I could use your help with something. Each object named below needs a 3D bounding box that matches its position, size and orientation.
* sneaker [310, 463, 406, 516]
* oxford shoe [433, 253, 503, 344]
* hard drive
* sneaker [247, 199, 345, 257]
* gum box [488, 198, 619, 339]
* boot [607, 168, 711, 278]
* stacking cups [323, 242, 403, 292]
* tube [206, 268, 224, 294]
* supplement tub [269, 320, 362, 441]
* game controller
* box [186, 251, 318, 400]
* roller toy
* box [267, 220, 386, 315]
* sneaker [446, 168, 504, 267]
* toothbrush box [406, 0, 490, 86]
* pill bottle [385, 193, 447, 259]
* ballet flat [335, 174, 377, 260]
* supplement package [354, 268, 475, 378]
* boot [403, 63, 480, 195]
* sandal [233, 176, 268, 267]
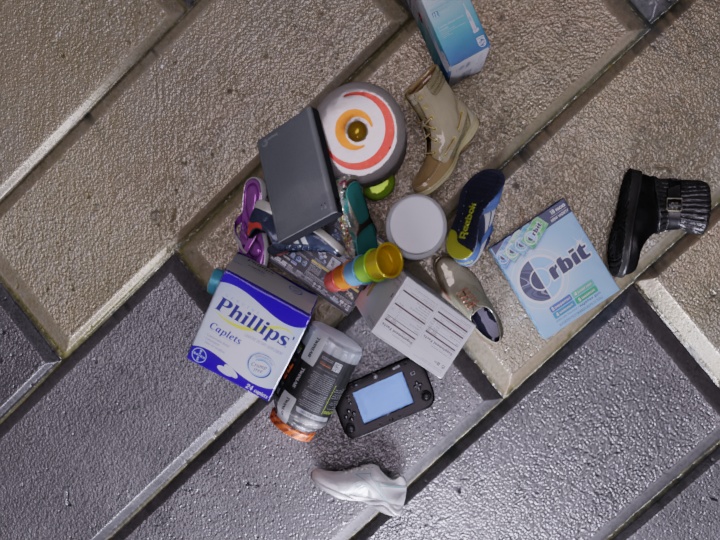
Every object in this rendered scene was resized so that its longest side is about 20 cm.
[{"bbox_3d":[-0.002,0.414,1.242,0.194,0.070,0.083,17,83,-2],"label":"sneaker"},{"bbox_3d":[0.212,0.052,1.208,0.070,0.074,0.201,-39,88,4],"label":"oxford shoe"},{"bbox_3d":[-0.111,-0.168,1.129,0.137,0.033,0.206,-24,72,30],"label":"hard drive"},{"bbox_3d":[-0.125,-0.054,1.187,0.196,0.075,0.086,25,85,13],"label":"sneaker"},{"bbox_3d":[0.367,-0.003,1.208,0.168,0.045,0.203,-33,89,4],"label":"gum box"},{"bbox_3d":[0.553,-0.078,1.164,0.153,0.079,0.218,14,84,4],"label":"boot"},{"bbox_3d":[0.000,0.000,1.130,0.059,0.198,0.063,6,77,-29],"label":"stacking cups"},{"bbox_3d":[-0.207,0.056,1.259,0.195,0.051,0.079,22,126,2],"label":"tube"},{"bbox_3d":[-0.089,0.212,1.213,0.120,0.122,0.204,28,92,4],"label":"supplement tub"},{"bbox_3d":[0.045,0.249,1.242,0.195,0.042,0.107,-24,89,4],"label":"game controller"},{"bbox_3d":[-0.203,0.105,1.197,0.180,0.105,0.204,27,108,-4],"label":"box"},{"bbox_3d":[-0.003,-0.251,1.188,0.196,0.140,0.187,26,93,4],"label":"roller toy"},{"bbox_3d":[-0.062,-0.036,1.243,0.197,0.049,0.164,32,95,4],"label":"box"},{"bbox_3d":[0.222,-0.100,1.211,0.072,0.082,0.204,18,74,31],"label":"sneaker"},{"bbox_3d":[0.157,-0.464,1.168,0.083,0.146,0.205,-23,90,4],"label":"toothbrush box"},{"bbox_3d":[0.101,-0.077,1.152,0.109,0.200,0.117,0,90,5],"label":"pill bottle"},{"bbox_3d":[-0.013,-0.086,1.167,0.063,0.075,0.205,18,132,41],"label":"ballet flat"},{"bbox_3d":[0.090,0.077,1.138,0.154,0.200,0.112,33,94,-14],"label":"supplement package"},{"bbox_3d":[0.125,-0.256,1.162,0.155,0.072,0.202,43,75,-31],"label":"boot"},{"bbox_3d":[-0.222,-0.082,1.241,0.081,0.049,0.210,-7,81,38],"label":"sandal"}]
